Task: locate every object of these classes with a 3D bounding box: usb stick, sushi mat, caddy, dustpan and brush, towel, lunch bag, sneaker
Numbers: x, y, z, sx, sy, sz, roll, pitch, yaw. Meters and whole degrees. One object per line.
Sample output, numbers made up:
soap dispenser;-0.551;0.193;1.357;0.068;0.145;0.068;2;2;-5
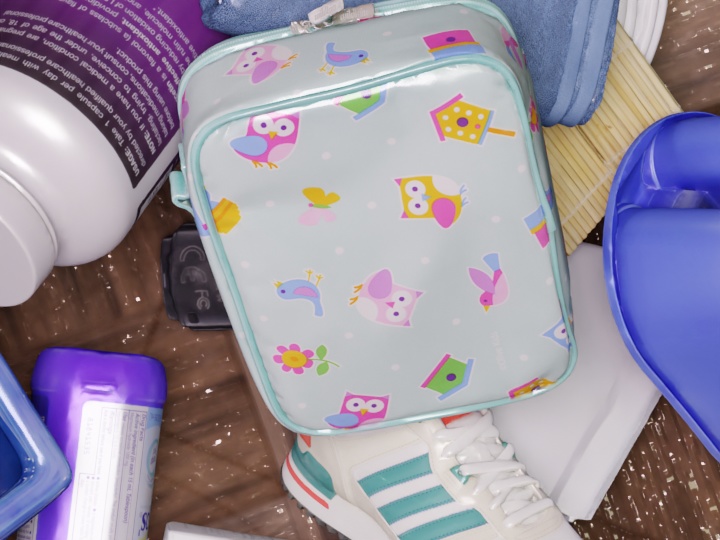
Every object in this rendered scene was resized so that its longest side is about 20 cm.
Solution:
usb stick;0.000;0.000;1.245;0.200;0.033;0.056;-2;96;18
sushi mat;0.072;-0.110;1.221;0.096;0.012;0.200;-41;107;-9
caddy;0.194;0.012;1.236;0.200;0.105;0.141;49;56;-28
dustpan and brush;0.053;0.019;1.279;0.200;0.057;0.140;34;73;-9
towel;0.026;-0.136;1.161;0.200;0.049;0.112;14;87;-27
lunch bag;0.005;-0.025;1.132;0.160;0.077;0.200;-11;127;6
sneaker;0.044;0.096;1.204;0.070;0.200;0.093;-13;122;-43

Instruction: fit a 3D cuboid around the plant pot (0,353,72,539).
plant pot;-0.280;0.083;1.158;0.200;0.180;0.200;-35;92;-31

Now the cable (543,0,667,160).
cable;0.051;-0.139;1.254;0.200;0.069;0.200;43;83;-16

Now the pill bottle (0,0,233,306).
pill bottle;-0.126;-0.081;1.149;0.112;0.112;0.200;35;56;-3

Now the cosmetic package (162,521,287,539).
cosmetic package;-0.005;0.190;1.247;0.200;0.081;0.113;11;87;-5

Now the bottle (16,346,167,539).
bottle;-0.134;0.137;1.236;0.065;0.084;0.200;6;86;-5
